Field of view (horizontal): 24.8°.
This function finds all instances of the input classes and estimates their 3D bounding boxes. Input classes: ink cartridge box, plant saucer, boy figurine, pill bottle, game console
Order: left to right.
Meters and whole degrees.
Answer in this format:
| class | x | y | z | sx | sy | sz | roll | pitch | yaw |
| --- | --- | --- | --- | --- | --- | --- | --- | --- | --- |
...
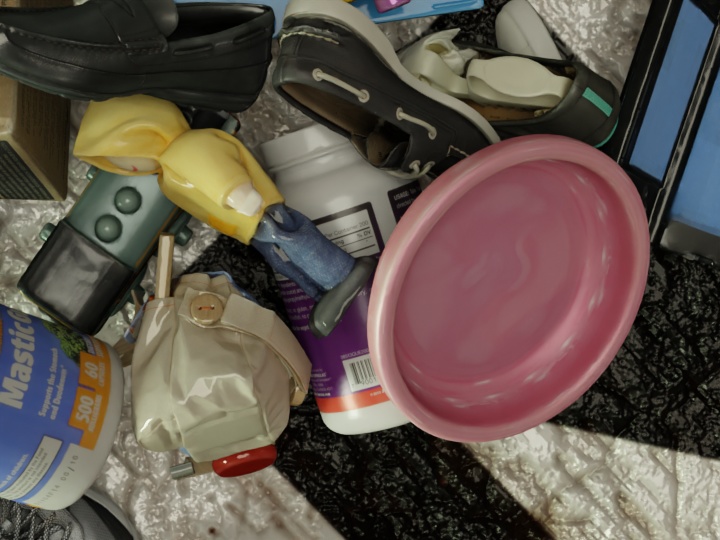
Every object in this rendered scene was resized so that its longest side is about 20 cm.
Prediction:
| class | x | y | z | sx | sy | sz | roll | pitch | yaw |
| --- | --- | --- | --- | --- | --- | --- | --- | --- | --- |
| pill bottle | -0.252 | 0.066 | 0.981 | 0.199 | 0.112 | 0.113 | 23 | 93 | -32 |
| ink cartridge box | -0.230 | -0.157 | 1.024 | 0.074 | 0.165 | 0.202 | -1 | 78 | 0 |
| boy figurine | -0.082 | -0.042 | 0.984 | 0.199 | 0.124 | 0.065 | 36 | 82 | -7 |
| pill bottle | 0.000 | 0.000 | 1.093 | 0.112 | 0.112 | 0.202 | -18 | 94 | -1 |
| plant saucer | 0.086 | 0.008 | 1.011 | 0.199 | 0.051 | 0.202 | -14 | 120 | -26 |
| game console | 0.252 | -0.104 | 1.097 | 0.116 | 0.176 | 0.202 | 19 | 93 | 25 |

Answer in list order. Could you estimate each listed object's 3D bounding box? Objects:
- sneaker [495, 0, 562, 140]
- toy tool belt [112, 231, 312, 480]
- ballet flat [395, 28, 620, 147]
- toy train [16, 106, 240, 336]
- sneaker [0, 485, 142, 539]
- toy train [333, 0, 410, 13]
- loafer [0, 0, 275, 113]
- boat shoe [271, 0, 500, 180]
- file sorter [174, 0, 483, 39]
| class | x | y | z | sx | sy | sz | roll | pitch | yaw |
| --- | --- | --- | --- | --- | --- | --- | --- | --- | --- |
| sneaker | 0.108 | -0.080 | 1.110 | 0.084 | 0.073 | 0.202 | -15 | 96 | -4 |
| toy tool belt | -0.097 | 0.056 | 1.071 | 0.124 | 0.200 | 0.124 | -16 | 72 | 0 |
| ballet flat | 0.073 | -0.124 | 1.061 | 0.199 | 0.068 | 0.069 | 9 | 74 | 33 |
| toy train | -0.150 | -0.042 | 1.083 | 0.085 | 0.114 | 0.201 | 36 | 92 | -5 |
| sneaker | -0.236 | 0.166 | 1.094 | 0.199 | 0.114 | 0.076 | 32 | 93 | -4 |
| toy train | -0.023 | -0.233 | 0.985 | 0.198 | 0.056 | 0.152 | 4 | 93 | -6 |
| loafer | -0.133 | -0.136 | 0.941 | 0.199 | 0.068 | 0.071 | 0 | 120 | -43 |
| boat shoe | 0.019 | -0.091 | 1.014 | 0.200 | 0.073 | 0.061 | 39 | 59 | -43 |
| file sorter | -0.032 | -0.223 | 1.070 | 0.198 | 0.123 | 0.140 | -8 | 95 | -1 |
